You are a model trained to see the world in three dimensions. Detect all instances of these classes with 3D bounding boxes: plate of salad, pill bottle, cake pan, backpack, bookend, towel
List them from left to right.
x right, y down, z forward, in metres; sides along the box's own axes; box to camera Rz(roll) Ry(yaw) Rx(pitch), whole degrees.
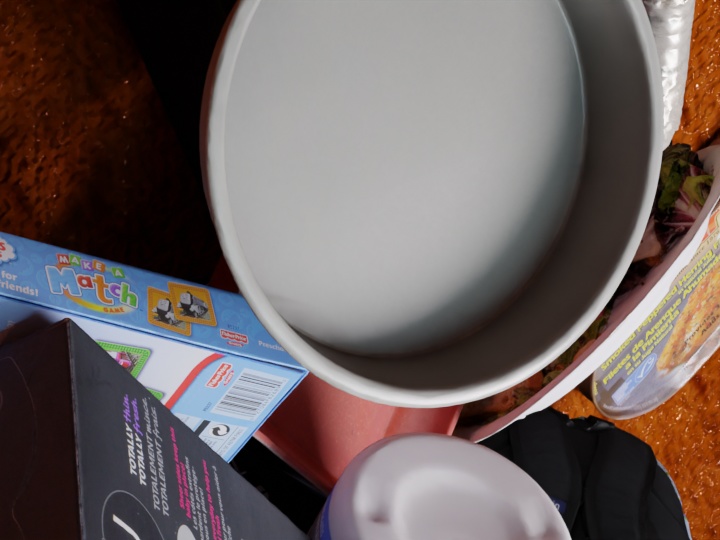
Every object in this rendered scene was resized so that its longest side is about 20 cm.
[{"bbox_3d":[0.007,0.175,1.093,0.114,0.114,0.200,-15,146,-39],"label":"pill bottle"},{"bbox_3d":[0.024,-0.098,0.975,0.200,0.092,0.199,-33,113,-23],"label":"bookend"},{"bbox_3d":[0.024,-0.051,0.904,0.200,0.037,0.201,-5,100,-32],"label":"cake pan"},{"bbox_3d":[0.099,0.149,1.291,0.163,0.200,0.154,14,130,-3],"label":"backpack"},{"bbox_3d":[0.105,0.005,1.206,0.200,0.048,0.200,-46,-173,7],"label":"plate of salad"},{"bbox_3d":[0.132,-0.160,1.057,0.200,0.034,0.133,-77,170,-50],"label":"towel"}]

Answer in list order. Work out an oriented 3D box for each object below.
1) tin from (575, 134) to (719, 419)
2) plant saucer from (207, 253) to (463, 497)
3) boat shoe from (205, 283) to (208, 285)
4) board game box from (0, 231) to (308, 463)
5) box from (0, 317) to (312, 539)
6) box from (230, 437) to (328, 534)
[{"bbox_3d":[0.189,-0.005,1.366,0.200,0.042,0.112,-46,149,-5],"label":"tin"},{"bbox_3d":[0.000,0.000,1.104,0.200,0.037,0.200,45,62,-53],"label":"plant saucer"},{"bbox_3d":[-0.079,0.057,1.102,0.200,0.064,0.071,-21,136,-35],"label":"boat shoe"},{"bbox_3d":[-0.143,0.049,0.945,0.199,0.037,0.151,15,135,-30],"label":"board game box"},{"bbox_3d":[-0.097,0.130,0.927,0.106,0.123,0.200,-23,140,16],"label":"box"},{"bbox_3d":[-0.082,0.170,1.187,0.200,0.086,0.164,-19,136,-37],"label":"box"}]
